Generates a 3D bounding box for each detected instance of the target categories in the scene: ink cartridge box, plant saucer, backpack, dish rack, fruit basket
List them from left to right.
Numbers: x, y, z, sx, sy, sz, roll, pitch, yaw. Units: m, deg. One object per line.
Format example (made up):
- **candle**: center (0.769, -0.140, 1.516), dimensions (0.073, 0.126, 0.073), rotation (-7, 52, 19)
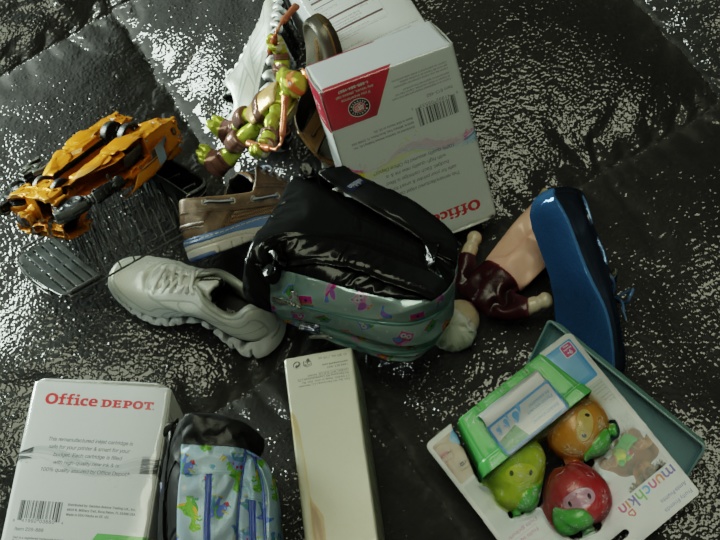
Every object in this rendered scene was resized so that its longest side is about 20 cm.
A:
- **ink cartridge box**: center (-0.260, 0.216, 1.521), dimensions (0.144, 0.084, 0.202), rotation (3, 62, 8)
- **dish rack**: center (-0.266, -0.048, 1.639), dimensions (0.199, 0.055, 0.153), rotation (-31, 32, -21)
- **backpack**: center (-0.131, 0.253, 1.453), dimensions (0.152, 0.163, 0.202), rotation (14, 70, -3)
- **backpack**: center (0.000, 0.000, 1.527), dimensions (0.198, 0.127, 0.168), rotation (18, 51, 10)
- **ink cartridge box**: center (0.042, -0.132, 1.607), dimensions (0.144, 0.202, 0.083), rotation (-20, 29, -6)
- **fruit basket**: center (0.192, 0.188, 1.482), dimensions (0.185, 0.094, 0.201), rotation (-36, 71, -6)
- **plant saucer**: center (0.250, 0.131, 1.527), dimensions (0.200, 0.070, 0.019), rotation (40, 39, 23)

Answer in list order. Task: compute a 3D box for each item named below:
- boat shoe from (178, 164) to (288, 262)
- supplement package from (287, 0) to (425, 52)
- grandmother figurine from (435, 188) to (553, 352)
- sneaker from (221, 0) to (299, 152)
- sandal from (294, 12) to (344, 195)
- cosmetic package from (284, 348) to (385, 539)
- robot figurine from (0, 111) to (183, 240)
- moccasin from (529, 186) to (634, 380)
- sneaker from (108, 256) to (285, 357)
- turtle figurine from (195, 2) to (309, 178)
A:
- **boat shoe**: center (-0.105, -0.071, 1.618), dimensions (0.199, 0.072, 0.073), rotation (-23, 97, -45)
- **supplement package**: center (0.001, -0.268, 1.735), dimensions (0.109, 0.114, 0.201), rotation (-26, 62, -7)
- **grandmother figurine**: center (0.148, 0.008, 1.608), dimensions (0.200, 0.061, 0.121), rotation (-43, 49, -13)
- **sneaker**: center (-0.116, -0.226, 1.754), dimensions (0.080, 0.075, 0.202), rotation (-3, 61, 15)
- **sandal**: center (-0.043, -0.171, 1.660), dimensions (0.054, 0.202, 0.082), rotation (-18, 24, -23)
- **cosmetic package**: center (-0.023, 0.190, 1.500), dimensions (0.070, 0.106, 0.202), rotation (-10, 60, 3)
- **robot figurine**: center (-0.282, -0.097, 1.619), dimensions (0.144, 0.059, 0.200), rotation (9, 41, 39)
- **moccasin**: center (0.234, 0.011, 1.555), dimensions (0.068, 0.080, 0.202), rotation (-19, 97, -42)
- **sneaker**: center (-0.173, 0.022, 1.611), dimensions (0.198, 0.081, 0.076), rotation (16, 66, 16)
- **turtle figurine**: center (-0.101, -0.174, 1.635), dimensions (0.161, 0.064, 0.202), rotation (-34, 42, 40)
